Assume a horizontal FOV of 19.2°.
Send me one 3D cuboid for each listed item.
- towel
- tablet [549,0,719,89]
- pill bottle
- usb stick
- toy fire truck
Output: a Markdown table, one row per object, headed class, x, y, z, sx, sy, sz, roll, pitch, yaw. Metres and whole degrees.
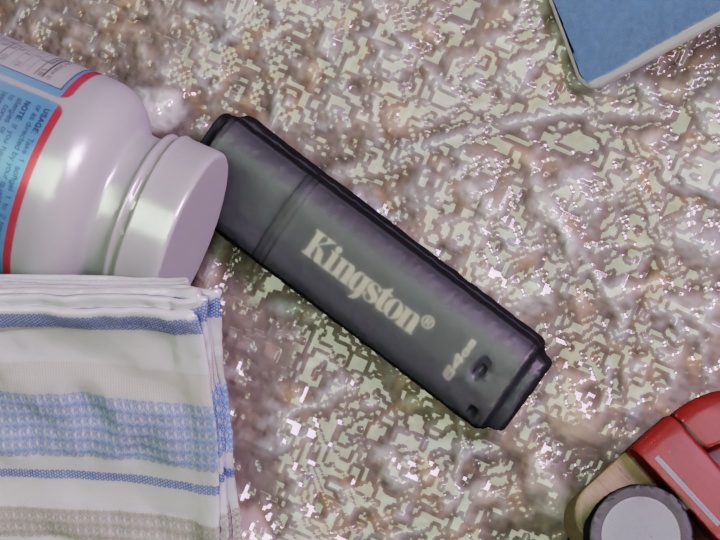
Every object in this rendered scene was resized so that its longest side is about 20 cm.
| class | x | y | z | sx | sy | sz | roll | pitch | yaw |
| --- | --- | --- | --- | --- | --- | --- | --- | --- | --- |
| towel | -0.128 | 0.089 | 0.977 | 0.146 | 0.024 | 0.201 | 2 | 121 | 9 |
| tablet | 0.146 | -0.175 | 0.948 | 0.200 | 0.014 | 0.131 | -27 | 81 | 48 |
| pill bottle | -0.168 | -0.052 | 0.982 | 0.199 | 0.109 | 0.109 | 22 | 89 | 8 |
| usb stick | 0.000 | 0.000 | 1.013 | 0.200 | 0.033 | 0.056 | 37 | 91 | 8 |
| toy fire truck | 0.214 | 0.111 | 0.941 | 0.200 | 0.129 | 0.176 | -41 | 81 | -8 |
